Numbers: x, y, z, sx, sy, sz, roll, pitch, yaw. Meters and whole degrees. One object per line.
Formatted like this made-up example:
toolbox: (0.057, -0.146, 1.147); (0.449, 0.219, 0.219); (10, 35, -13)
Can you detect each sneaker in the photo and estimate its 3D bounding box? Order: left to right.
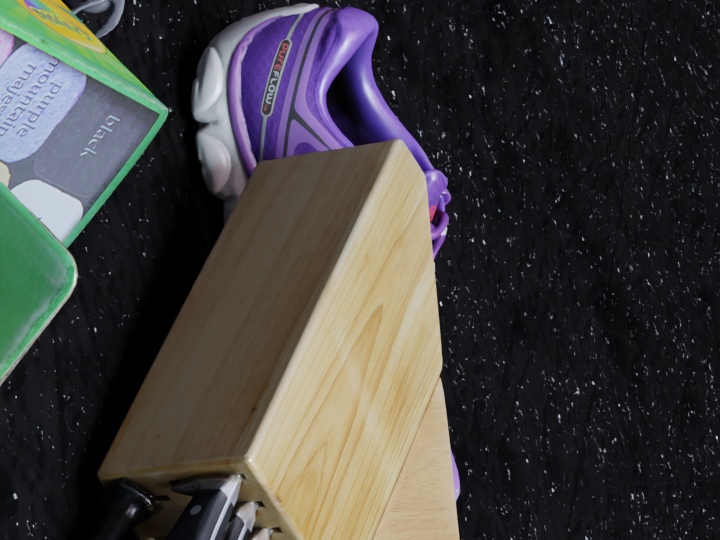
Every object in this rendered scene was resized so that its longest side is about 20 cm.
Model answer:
sneaker: (0.000, 0.000, 1.065); (0.081, 0.083, 0.200); (-28, 103, -63)

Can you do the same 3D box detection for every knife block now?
knife block: (-0.041, 0.056, 0.950); (0.175, 0.064, 0.201); (2, 82, -58)

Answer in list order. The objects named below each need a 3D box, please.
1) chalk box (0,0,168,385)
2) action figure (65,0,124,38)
chalk box: (-0.142, -0.039, 0.657); (0.200, 0.124, 0.124); (45, 9, 33)
action figure: (-0.070, -0.173, 0.972); (0.130, 0.069, 0.200); (-20, 127, -64)
